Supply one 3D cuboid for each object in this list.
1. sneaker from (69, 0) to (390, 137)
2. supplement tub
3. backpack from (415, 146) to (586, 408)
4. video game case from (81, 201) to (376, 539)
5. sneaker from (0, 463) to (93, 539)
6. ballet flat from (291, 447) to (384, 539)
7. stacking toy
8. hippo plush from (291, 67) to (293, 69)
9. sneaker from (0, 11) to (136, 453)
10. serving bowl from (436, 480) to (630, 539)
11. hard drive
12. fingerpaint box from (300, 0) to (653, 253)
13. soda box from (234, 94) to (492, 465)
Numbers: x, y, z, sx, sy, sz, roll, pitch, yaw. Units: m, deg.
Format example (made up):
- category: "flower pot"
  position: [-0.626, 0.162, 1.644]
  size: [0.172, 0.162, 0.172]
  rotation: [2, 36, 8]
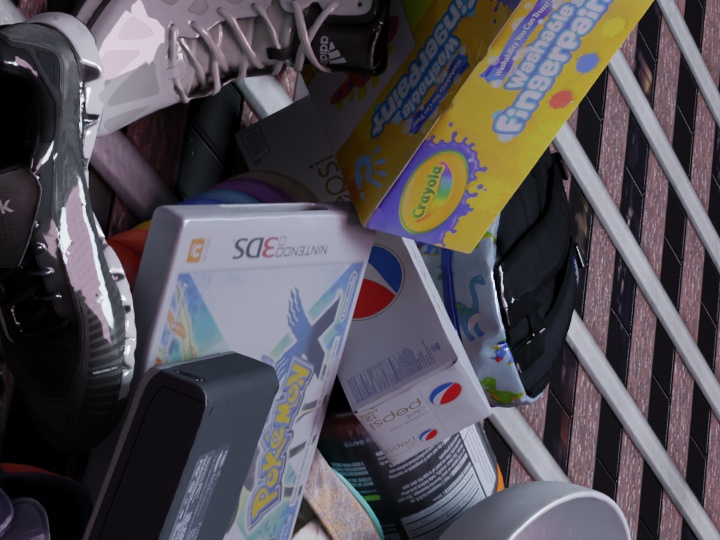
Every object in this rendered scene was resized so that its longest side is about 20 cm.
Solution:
- category: "sneaker"
  position: [-0.056, -0.119, 1.414]
  size: [0.200, 0.115, 0.076]
  rotation: [-44, 145, -34]
- category: "supplement tub"
  position: [0.020, 0.106, 1.666]
  size: [0.201, 0.106, 0.107]
  rotation: [67, 29, -43]
- category: "backpack"
  position: [0.068, 0.010, 1.778]
  size: [0.200, 0.153, 0.164]
  rotation: [-98, 178, -65]
- category: "video game case"
  position: [-0.067, 0.064, 1.428]
  size: [0.182, 0.022, 0.201]
  rotation: [-4, 113, -59]
- category: "sneaker"
  position: [-0.172, 0.128, 1.193]
  size: [0.200, 0.084, 0.075]
  rotation: [-49, 133, -60]
- category: "ballet flat"
  position: [-0.048, 0.117, 1.566]
  size: [0.067, 0.068, 0.200]
  rotation: [-57, 138, -26]
- category: "stacking toy"
  position: [-0.090, 0.000, 1.442]
  size: [0.200, 0.085, 0.086]
  rotation: [-13, 100, -63]
- category: "hippo plush"
  position: [0.027, -0.198, 1.640]
  size: [0.200, 0.160, 0.160]
  rotation: [-64, 145, -51]
- category: "sneaker"
  position: [-0.150, -0.017, 1.301]
  size: [0.090, 0.066, 0.202]
  rotation: [-2, 86, -66]
- category: "serving bowl"
  position: [0.070, 0.204, 1.635]
  size: [0.200, 0.066, 0.201]
  rotation: [-33, 135, -40]
- category: "hard drive"
  position: [-0.085, 0.108, 1.296]
  size: [0.200, 0.033, 0.140]
  rotation: [-1, 111, -83]
- category: "fingerpaint box"
  position: [0.056, -0.140, 1.472]
  size: [0.073, 0.200, 0.167]
  rotation: [13, 37, -32]
- category: "soda box"
  position: [0.000, 0.000, 1.566]
  size: [0.201, 0.063, 0.068]
  rotation: [67, 6, 35]
